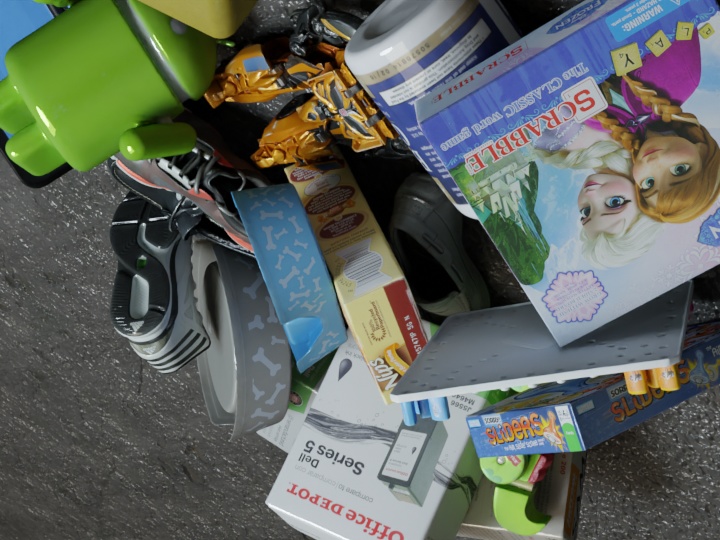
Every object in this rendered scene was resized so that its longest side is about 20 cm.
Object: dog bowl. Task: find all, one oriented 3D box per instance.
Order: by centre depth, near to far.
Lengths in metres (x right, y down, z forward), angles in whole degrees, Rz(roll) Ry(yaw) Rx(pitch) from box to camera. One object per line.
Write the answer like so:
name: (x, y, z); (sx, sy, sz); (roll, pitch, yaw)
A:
dog bowl: (-0.053, 0.004, 1.107); (0.200, 0.049, 0.112); (75, 173, -63)
dog bowl: (-0.115, 0.062, 1.327); (0.200, 0.058, 0.202); (174, 90, -73)

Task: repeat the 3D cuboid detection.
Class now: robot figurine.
robot figurine: (-0.034, -0.134, 1.094); (0.199, 0.058, 0.145); (-2, 132, 53)
robot figurine: (-0.201, -0.159, 1.108); (0.176, 0.199, 0.116); (57, 179, 11)

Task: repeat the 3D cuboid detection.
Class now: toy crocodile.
toy crocodile: (0.146, 0.118, 1.150); (0.061, 0.202, 0.067); (14, -178, 20)

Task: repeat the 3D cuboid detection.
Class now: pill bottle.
pill bottle: (0.088, -0.107, 0.977); (0.111, 0.111, 0.200); (-14, 122, 50)

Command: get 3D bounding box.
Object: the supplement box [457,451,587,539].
supplement box: (0.100, 0.173, 1.244); (0.198, 0.127, 0.074); (5, 161, 19)

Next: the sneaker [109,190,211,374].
sneaker: (-0.185, 0.008, 1.309); (0.075, 0.202, 0.116); (-6, 142, 12)

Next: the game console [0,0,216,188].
game console: (-0.252, -0.178, 1.201); (0.175, 0.117, 0.201); (4, 135, 40)

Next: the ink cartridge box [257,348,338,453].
ink cartridge box: (0.005, 0.154, 1.397); (0.199, 0.088, 0.146); (31, 146, 6)

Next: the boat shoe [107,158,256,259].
boat shoe: (-0.139, -0.054, 1.243); (0.198, 0.067, 0.074); (25, 145, -17)

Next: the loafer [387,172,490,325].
loafer: (0.062, 0.006, 1.173); (0.069, 0.070, 0.201); (13, 144, 32)

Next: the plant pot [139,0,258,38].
plant pot: (-0.117, -0.273, 0.904); (0.199, 0.201, 0.177); (27, 157, 14)

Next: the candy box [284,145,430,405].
candy box: (0.000, 0.000, 1.136); (0.201, 0.055, 0.116); (-114, 3, -51)

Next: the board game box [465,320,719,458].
board game box: (0.194, 0.086, 1.028); (0.135, 0.199, 0.035); (-18, 91, 60)

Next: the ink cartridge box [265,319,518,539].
ink cartridge box: (0.031, 0.147, 1.187); (0.144, 0.201, 0.084); (19, 165, 23)

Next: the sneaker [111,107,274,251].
sneaker: (-0.135, -0.090, 1.172); (0.199, 0.078, 0.082); (32, 174, -5)

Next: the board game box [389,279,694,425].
board game box: (0.140, 0.057, 1.007); (0.198, 0.200, 0.026); (-10, 101, 19)

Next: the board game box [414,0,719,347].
board game box: (0.169, -0.075, 0.908); (0.199, 0.041, 0.200); (-30, 116, 15)
